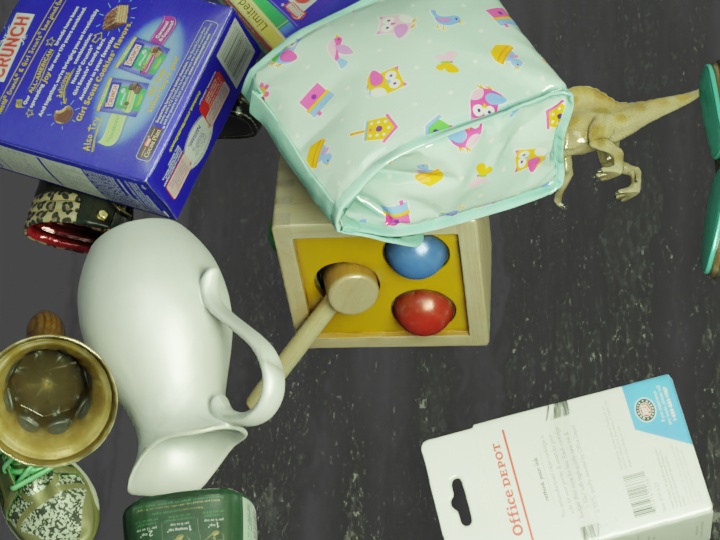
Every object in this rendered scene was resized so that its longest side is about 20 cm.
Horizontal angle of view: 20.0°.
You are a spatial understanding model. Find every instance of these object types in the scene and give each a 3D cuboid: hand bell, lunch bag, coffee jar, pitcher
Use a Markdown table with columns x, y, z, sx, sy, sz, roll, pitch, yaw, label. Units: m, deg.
| x | y | z | sx | sy | sz | roll | pitch | yaw | label |
| --- | --- | --- | --- | --- | --- | --- | --- | --- | --- |
| -0.246 | 0.070 | 1.606 | 0.103 | 0.200 | 0.105 | -2 | 106 | -8 | hand bell |
| 0.031 | -0.114 | 1.492 | 0.199 | 0.122 | 0.171 | -22 | 53 | -16 | lunch bag |
| -0.122 | 0.270 | 1.525 | 0.103 | 0.086 | 0.202 | -6 | 62 | 1 | coffee jar |
| -0.137 | 0.053 | 1.598 | 0.171 | 0.121 | 0.201 | -33 | 61 | 31 | pitcher |

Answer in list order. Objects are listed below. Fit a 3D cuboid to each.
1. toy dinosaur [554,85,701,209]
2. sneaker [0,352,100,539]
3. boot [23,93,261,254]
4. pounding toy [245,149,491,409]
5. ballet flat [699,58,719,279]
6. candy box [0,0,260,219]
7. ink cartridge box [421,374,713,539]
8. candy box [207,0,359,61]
| x | y | z | sx | sy | sz | roll | pitch | yaw | label |
| --- | --- | --- | --- | --- | --- | --- | --- | --- | --- |
| 0.199 | -0.111 | 1.682 | 0.198 | 0.058 | 0.102 | -13 | 62 | 2 | toy dinosaur |
| -0.273 | 0.139 | 1.607 | 0.077 | 0.089 | 0.201 | -32 | 63 | -4 | sneaker |
| -0.185 | -0.089 | 1.716 | 0.198 | 0.073 | 0.152 | 6 | 64 | 15 | boot |
| 0.000 | 0.000 | 1.601 | 0.198 | 0.185 | 0.143 | -2 | 52 | 7 | pounding toy |
| 0.312 | -0.085 | 1.651 | 0.068 | 0.068 | 0.202 | 6 | 65 | -3 | ballet flat |
| -0.209 | -0.149 | 1.673 | 0.199 | 0.077 | 0.170 | 17 | 70 | 24 | candy box |
| 0.155 | 0.166 | 1.547 | 0.198 | 0.067 | 0.117 | -14 | 63 | 0 | ink cartridge box |
| -0.032 | -0.274 | 1.774 | 0.199 | 0.077 | 0.169 | -37 | 67 | -9 | candy box |
